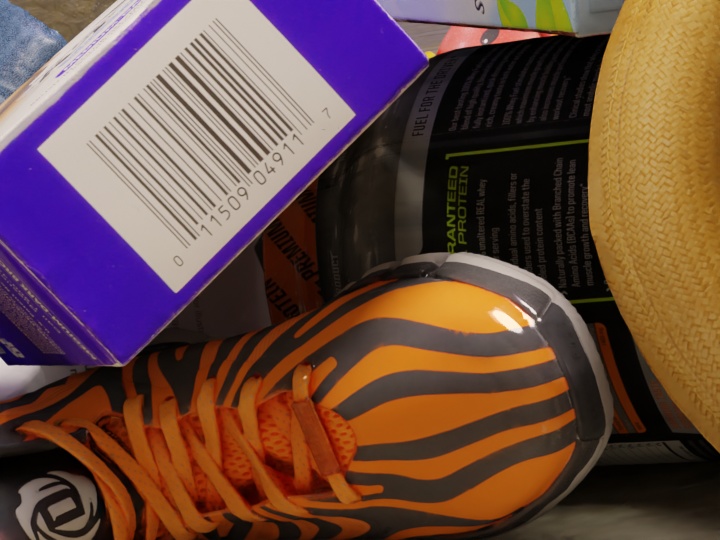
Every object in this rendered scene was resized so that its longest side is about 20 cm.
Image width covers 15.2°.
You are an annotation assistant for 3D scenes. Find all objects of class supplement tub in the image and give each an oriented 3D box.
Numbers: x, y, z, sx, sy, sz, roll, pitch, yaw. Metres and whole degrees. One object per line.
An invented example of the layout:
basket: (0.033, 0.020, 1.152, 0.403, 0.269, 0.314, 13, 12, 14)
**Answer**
supplement tub: (0.082, -0.007, 0.741, 0.200, 0.123, 0.123, -4, 10, 28)

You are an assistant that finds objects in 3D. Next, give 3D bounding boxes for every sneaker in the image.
sneaker: (-0.036, 0.054, 0.681, 0.200, 0.078, 0.112, -16, 6, 45)

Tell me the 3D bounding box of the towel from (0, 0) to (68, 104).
towel: (-0.198, -0.031, 1.105, 0.200, 0.049, 0.112, -46, 22, -5)

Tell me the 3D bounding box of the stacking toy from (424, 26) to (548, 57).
stacking toy: (0.059, -0.063, 1.234, 0.200, 0.146, 0.146, -29, 11, -5)

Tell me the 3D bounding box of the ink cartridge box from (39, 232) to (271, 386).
ink cartridge box: (0.000, 0.000, 0.905, 0.200, 0.084, 0.145, -9, 8, 5)

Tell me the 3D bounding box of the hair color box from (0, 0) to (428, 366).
hair color box: (-0.064, -0.032, 0.725, 0.109, 0.065, 0.200, -45, 8, -12)

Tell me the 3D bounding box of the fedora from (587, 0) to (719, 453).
fedora: (0.146, -0.014, 0.602, 0.201, 0.201, 0.082, -11, -12, -7)

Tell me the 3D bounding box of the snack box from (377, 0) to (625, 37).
snack box: (0.074, -0.104, 0.714, 0.169, 0.068, 0.200, -9, 12, -27)

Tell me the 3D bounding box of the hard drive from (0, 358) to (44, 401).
hard drive: (-0.164, 0.058, 0.864, 0.132, 0.027, 0.200, -15, 8, 6)
